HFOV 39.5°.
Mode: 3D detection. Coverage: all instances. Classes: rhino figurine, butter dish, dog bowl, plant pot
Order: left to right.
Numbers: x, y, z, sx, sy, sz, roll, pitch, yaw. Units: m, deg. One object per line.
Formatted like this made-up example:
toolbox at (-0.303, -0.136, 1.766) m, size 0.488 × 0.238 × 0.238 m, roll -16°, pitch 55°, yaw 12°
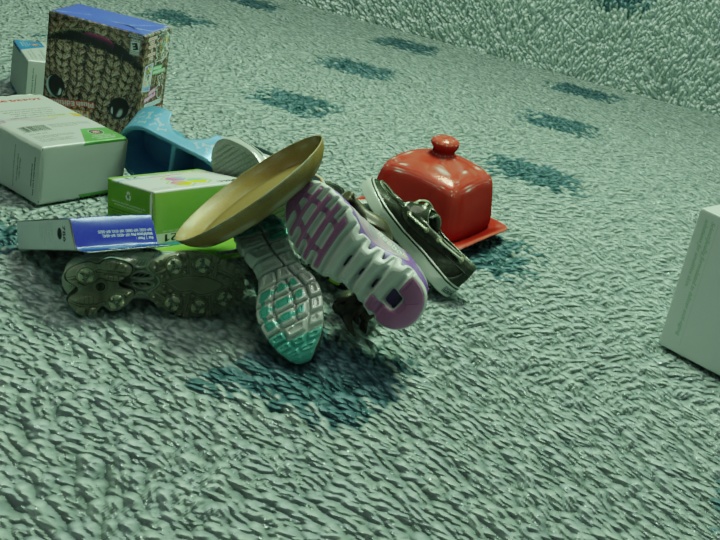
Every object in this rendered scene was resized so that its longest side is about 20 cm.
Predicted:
dog bowl at (-0.252, -0.150, 1.401) m, size 0.200 × 0.112 × 0.050 m, roll 27°, pitch 39°, yaw 12°
plant pot at (-0.119, -0.084, 1.125) m, size 0.028 × 0.200 × 0.200 m, roll 54°, pitch 12°, yaw -17°
rhino figurine at (0.000, 0.000, 1.184) m, size 0.087 × 0.060 × 0.200 m, roll 36°, pitch 37°, yaw -28°
butter dish at (0.113, -0.131, 1.505) m, size 0.200 × 0.148 × 0.199 m, roll 25°, pitch 25°, yaw 28°

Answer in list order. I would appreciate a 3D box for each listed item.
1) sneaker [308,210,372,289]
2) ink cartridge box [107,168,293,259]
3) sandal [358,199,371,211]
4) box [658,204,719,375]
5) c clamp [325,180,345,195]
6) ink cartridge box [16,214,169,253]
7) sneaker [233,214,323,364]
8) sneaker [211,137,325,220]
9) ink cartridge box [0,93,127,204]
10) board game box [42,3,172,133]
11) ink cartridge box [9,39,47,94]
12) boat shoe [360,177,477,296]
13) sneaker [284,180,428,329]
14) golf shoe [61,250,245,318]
sneaker at (-0.005, -0.017, 1.314) m, size 0.083 × 0.072 × 0.200 m, roll 49°, pitch 30°, yaw 8°
ink cartridge box at (-0.197, -0.071, 1.246) m, size 0.200 × 0.076 × 0.148 m, roll 15°, pitch 19°, yaw 42°
sandal at (-0.065, -0.079, 1.428) m, size 0.202 × 0.050 × 0.082 m, roll 2°, pitch 7°, yaw 7°
box at (0.524, 0.037, 1.262) m, size 0.171 × 0.200 × 0.200 m, roll -10°, pitch 30°, yaw -42°
c clamp at (-0.125, -0.128, 1.539) m, size 0.199 × 0.027 × 0.171 m, roll 13°, pitch 18°, yaw 4°
ink cartridge box at (-0.304, -0.042, 1.128) m, size 0.099 × 0.039 × 0.200 m, roll -6°, pitch 6°, yaw -39°
sneaker at (-0.081, 0.030, 1.125) m, size 0.077 × 0.091 × 0.200 m, roll -19°, pitch 51°, yaw -1°
sneaker at (-0.108, -0.108, 1.321) m, size 0.200 × 0.079 × 0.079 m, roll 39°, pitch 30°, yaw 21°
ink cartridge box at (-0.446, -0.172, 1.389) m, size 0.200 × 0.084 × 0.145 m, roll 27°, pitch 26°, yaw 30°
board game box at (-0.391, -0.287, 1.537) m, size 0.159 × 0.201 × 0.097 m, roll 15°, pitch 24°, yaw 8°
ink cartridge box at (-0.496, -0.339, 1.754) m, size 0.200 × 0.085 × 0.145 m, roll 0°, pitch 25°, yaw -30°
boat shoe at (0.079, -0.058, 1.332) m, size 0.200 × 0.064 × 0.071 m, roll 51°, pitch 15°, yaw 19°
sneaker at (0.001, -0.019, 1.108) m, size 0.200 × 0.081 × 0.088 m, roll 45°, pitch 21°, yaw 10°
golf shoe at (-0.229, 0.002, 1.117) m, size 0.199 × 0.079 × 0.097 m, roll 4°, pitch 18°, yaw -22°
